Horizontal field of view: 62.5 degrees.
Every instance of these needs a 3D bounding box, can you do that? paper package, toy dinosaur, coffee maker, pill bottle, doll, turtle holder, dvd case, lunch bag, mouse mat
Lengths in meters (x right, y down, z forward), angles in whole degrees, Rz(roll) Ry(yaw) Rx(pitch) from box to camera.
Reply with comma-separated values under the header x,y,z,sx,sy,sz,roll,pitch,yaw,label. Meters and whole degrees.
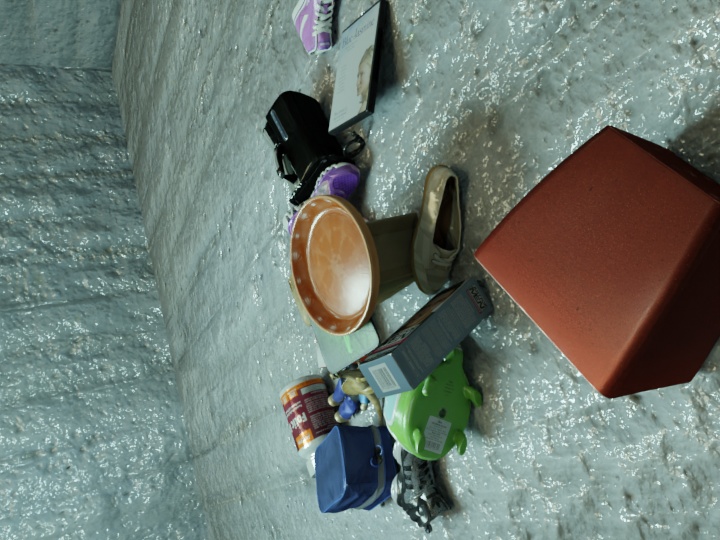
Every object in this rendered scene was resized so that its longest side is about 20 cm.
x,y,z,sx,sy,sz,roll,pitch,yaw,label
0.000,0.000,1.020,0.199,0.186,0.106,-39,70,54,paper package
0.015,0.220,1.150,0.099,0.200,0.059,-31,39,14,toy dinosaur
-0.095,-0.260,1.202,0.189,0.134,0.204,-34,63,12,coffee maker
-0.104,0.354,1.350,0.204,0.111,0.115,65,145,25,pill bottle
-0.017,0.234,1.240,0.139,0.047,0.202,62,144,28,doll
0.101,0.195,0.947,0.130,0.137,0.193,11,108,58,turtle holder
-0.006,-0.357,1.054,0.141,0.017,0.208,-9,71,59,dvd case
-0.003,0.391,1.179,0.201,0.128,0.140,124,144,-50,lunch bag
-0.046,0.048,0.930,0.160,0.007,0.206,-39,68,50,mouse mat

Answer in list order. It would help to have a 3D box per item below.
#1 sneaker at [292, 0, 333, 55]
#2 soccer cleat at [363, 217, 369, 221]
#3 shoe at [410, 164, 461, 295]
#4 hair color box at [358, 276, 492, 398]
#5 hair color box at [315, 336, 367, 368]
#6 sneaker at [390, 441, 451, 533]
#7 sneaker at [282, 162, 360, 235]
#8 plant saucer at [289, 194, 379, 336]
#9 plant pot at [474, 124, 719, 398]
x,y,z,sx,sy,sz,roll,pitch,yaw,label
-0.069,-0.497,1.143,0.118,0.070,0.200,72,158,10,sneaker
-0.043,-0.096,1.204,0.199,0.067,0.075,38,105,54,soccer cleat
0.121,-0.057,0.920,0.053,0.068,0.208,-148,58,-60,shoe
0.097,0.097,0.869,0.062,0.198,0.098,55,146,-2,hair color box
-0.047,0.085,1.185,0.110,0.062,0.208,-20,74,57,hair color box
0.112,0.364,1.036,0.114,0.073,0.206,42,136,46,sneaker
-0.068,-0.116,1.141,0.200,0.079,0.090,-44,42,23,sneaker
-0.038,-0.008,0.874,0.197,0.032,0.208,16,111,48,plant saucer
0.270,-0.021,0.586,0.201,0.195,0.179,53,126,38,plant pot
